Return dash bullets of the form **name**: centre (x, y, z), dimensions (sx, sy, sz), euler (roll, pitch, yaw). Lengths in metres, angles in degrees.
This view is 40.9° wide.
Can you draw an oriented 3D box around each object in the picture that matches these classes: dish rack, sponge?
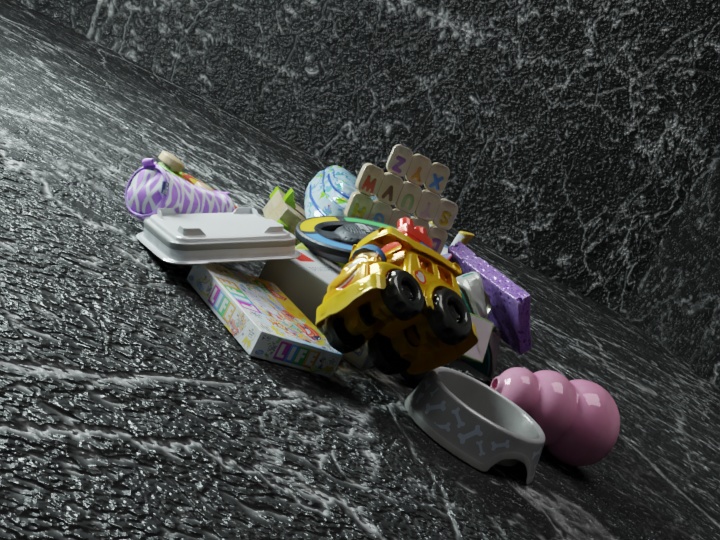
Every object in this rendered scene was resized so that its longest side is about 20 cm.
- **dish rack**: centre (-0.194, -0.052, 1.320), dimensions (0.197, 0.044, 0.171), euler (-3, 16, -30)
- **sponge**: centre (0.214, 0.043, 1.601), dimensions (0.029, 0.113, 0.200), euler (-25, 38, -19)

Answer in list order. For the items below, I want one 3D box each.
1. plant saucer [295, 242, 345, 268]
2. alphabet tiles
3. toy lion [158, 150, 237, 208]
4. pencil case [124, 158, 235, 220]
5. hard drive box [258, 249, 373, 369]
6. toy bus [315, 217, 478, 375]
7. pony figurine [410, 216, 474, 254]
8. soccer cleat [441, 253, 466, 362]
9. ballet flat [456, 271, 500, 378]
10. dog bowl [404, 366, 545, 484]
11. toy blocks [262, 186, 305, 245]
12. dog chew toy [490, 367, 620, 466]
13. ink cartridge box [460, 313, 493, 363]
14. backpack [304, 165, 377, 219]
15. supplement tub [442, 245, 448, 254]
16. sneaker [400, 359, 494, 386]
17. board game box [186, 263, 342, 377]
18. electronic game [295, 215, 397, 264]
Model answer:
- **plant saucer**: centre (0.000, 0.000, 1.579), dimensions (0.196, 0.049, 0.200), euler (16, -6, 21)
- **alphabet tiles**: centre (0.072, -0.100, 1.627), dimensions (0.197, 0.199, 0.015), euler (21, 4, -27)
- **toy lion**: centre (-0.264, -0.118, 1.658), dimensions (0.199, 0.069, 0.191), euler (39, 6, 41)
- **pencil case**: centre (-0.265, -0.100, 1.434), dimensions (0.082, 0.087, 0.199), euler (-5, -13, 24)
- **hard drive box**: centre (-0.035, 0.051, 1.400), dimensions (0.198, 0.078, 0.155), euler (32, 10, 17)
- **toy bus**: centre (0.044, 0.013, 1.236), dimensions (0.198, 0.135, 0.195), euler (26, 48, -38)
- **pony figurine**: centre (0.101, 0.010, 1.737), dimensions (0.190, 0.204, 0.166), euler (16, 10, 9)
- **soccer cleat**: centre (0.160, 0.069, 1.637), dimensions (0.202, 0.076, 0.067), euler (63, -2, -10)
- **ballet flat**: centre (0.195, 0.090, 1.566), dimensions (0.069, 0.068, 0.203), euler (46, -22, 59)
- **dog bowl**: centre (0.156, 0.198, 1.274), dimensions (0.198, 0.059, 0.200), euler (29, 11, -6)
- **toy blocks**: centre (-0.109, -0.073, 1.800), dimensions (0.136, 0.100, 0.200), euler (38, 7, -20)
- **dog chew toy**: centre (0.276, 0.202, 1.398), dimensions (0.197, 0.126, 0.125), euler (25, 11, -15)
- **ink cartridge box**: centre (0.098, 0.088, 1.516), dimensions (0.116, 0.069, 0.199), euler (22, -9, -32)
- **backpack**: centre (-0.027, -0.104, 1.705), dimensions (0.163, 0.154, 0.201), euler (39, 27, -9)
- **supplement tub**: centre (0.094, -0.027, 1.976), dimensions (0.199, 0.133, 0.131), euler (35, 12, 30)
- **sneaker**: centre (0.143, 0.161, 1.409), dimensions (0.103, 0.061, 0.199), euler (30, 6, 31)
- **board game box**: centre (-0.125, 0.059, 1.236), dimensions (0.133, 0.035, 0.200), euler (20, 14, -41)
- **electronic game**: centre (-0.004, -0.049, 1.491), dimensions (0.196, 0.042, 0.200), euler (8, 17, -2)
